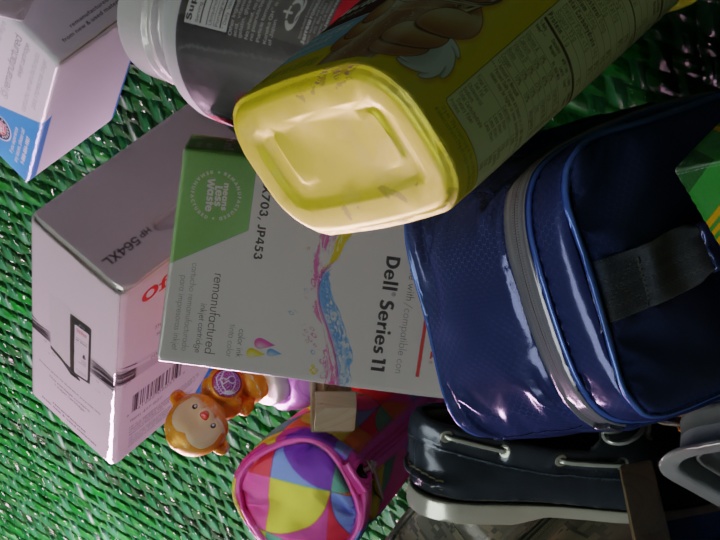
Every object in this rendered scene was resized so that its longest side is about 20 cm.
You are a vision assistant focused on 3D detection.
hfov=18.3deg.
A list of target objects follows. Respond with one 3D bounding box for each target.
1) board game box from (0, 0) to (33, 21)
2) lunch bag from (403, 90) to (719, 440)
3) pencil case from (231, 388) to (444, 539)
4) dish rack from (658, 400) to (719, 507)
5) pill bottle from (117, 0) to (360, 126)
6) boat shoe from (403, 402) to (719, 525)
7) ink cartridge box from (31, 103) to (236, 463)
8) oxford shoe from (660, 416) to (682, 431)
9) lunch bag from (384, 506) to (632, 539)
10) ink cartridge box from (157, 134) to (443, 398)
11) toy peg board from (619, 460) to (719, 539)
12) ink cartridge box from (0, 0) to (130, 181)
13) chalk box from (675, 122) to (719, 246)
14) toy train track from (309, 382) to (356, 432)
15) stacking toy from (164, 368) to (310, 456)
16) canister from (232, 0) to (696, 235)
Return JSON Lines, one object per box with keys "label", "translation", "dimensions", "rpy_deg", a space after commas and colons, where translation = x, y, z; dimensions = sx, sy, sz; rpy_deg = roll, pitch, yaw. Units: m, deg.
{"label": "board game box", "translation": [-0.250, -0.256, 1.280], "dimensions": [0.200, 0.064, 0.148], "rpy_deg": [33, 103, 25]}
{"label": "lunch bag", "translation": [0.137, -0.007, 1.011], "dimensions": [0.132, 0.200, 0.136], "rpy_deg": [-8, 100, 52]}
{"label": "pencil case", "translation": [-0.004, 0.108, 1.328], "dimensions": [0.088, 0.200, 0.088], "rpy_deg": [5, 106, 16]}
{"label": "dish rack", "translation": [0.254, 0.080, 1.010], "dimensions": [0.200, 0.044, 0.172], "rpy_deg": [-16, 149, 39]}
{"label": "pill bottle", "translation": [-0.034, -0.123, 1.179], "dimensions": [0.200, 0.111, 0.111], "rpy_deg": [19, 139, 41]}
{"label": "boat shoe", "translation": [0.122, 0.092, 1.184], "dimensions": [0.075, 0.200, 0.062], "rpy_deg": [-99, 9, -67]}
{"label": "ink cartridge box", "translation": [-0.131, 0.008, 1.421], "dimensions": [0.084, 0.146, 0.200], "rpy_deg": [39, 148, 19]}
{"label": "oxford shoe", "translation": [0.190, 0.067, 1.142], "dimensions": [0.200, 0.073, 0.071], "rpy_deg": [34, 147, 23]}
{"label": "lunch bag", "translation": [0.114, 0.180, 1.302], "dimensions": [0.168, 0.139, 0.200], "rpy_deg": [50, 149, 11]}
{"label": "ink cartridge box", "translation": [0.000, 0.000, 1.177], "dimensions": [0.067, 0.200, 0.117], "rpy_deg": [-100, 17, -81]}
{"label": "toy peg board", "translation": [0.200, 0.222, 1.098], "dimensions": [0.098, 0.199, 0.200], "rpy_deg": [-10, 118, 5]}
{"label": "ink cartridge box", "translation": [-0.241, -0.178, 1.411], "dimensions": [0.200, 0.084, 0.145], "rpy_deg": [44, 150, 9]}
{"label": "chalk box", "translation": [0.253, -0.039, 0.891], "dimensions": [0.200, 0.125, 0.124], "rpy_deg": [-12, 115, 55]}
{"label": "toy train track", "translation": [-0.015, -0.012, 1.233], "dimensions": [0.033, 0.115, 0.200], "rpy_deg": [147, 123, -75]}
{"label": "stacking toy", "translation": [-0.039, 0.038, 1.280], "dimensions": [0.116, 0.200, 0.110], "rpy_deg": [49, 150, 1]}
{"label": "canister", "translation": [0.054, -0.106, 0.994], "dimensions": [0.148, 0.200, 0.087], "rpy_deg": [-10, 118, 56]}
